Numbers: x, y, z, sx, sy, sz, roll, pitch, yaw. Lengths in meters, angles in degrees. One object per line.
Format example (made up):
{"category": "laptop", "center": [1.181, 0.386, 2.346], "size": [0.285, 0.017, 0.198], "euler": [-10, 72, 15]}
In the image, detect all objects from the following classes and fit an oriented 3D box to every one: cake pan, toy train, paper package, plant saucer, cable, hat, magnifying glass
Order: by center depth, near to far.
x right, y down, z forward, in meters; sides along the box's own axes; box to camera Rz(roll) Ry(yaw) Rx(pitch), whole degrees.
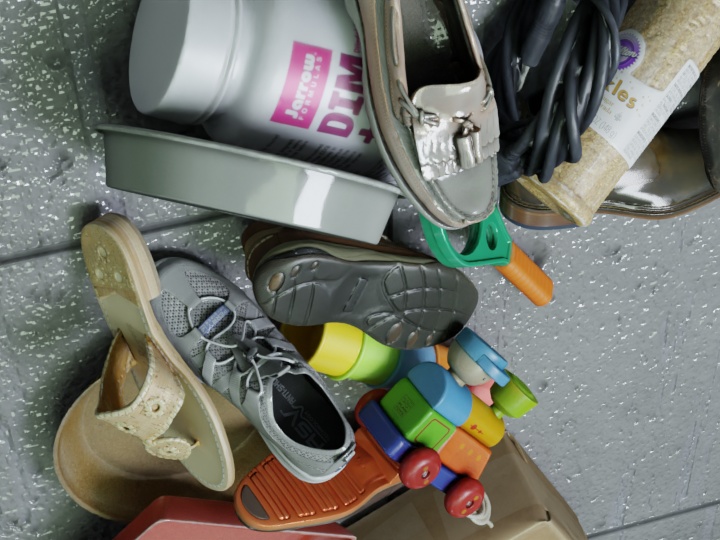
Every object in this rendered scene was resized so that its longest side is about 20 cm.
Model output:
{"category": "cable", "center": [0.122, -0.132, 0.907], "size": [0.050, 0.200, 0.165], "euler": [26, 78, -10]}
{"category": "cake pan", "center": [-0.069, -0.051, 0.909], "size": [0.198, 0.200, 0.037], "euler": [12, 91, -30]}
{"category": "hat", "center": [0.271, -0.104, 1.012], "size": [0.080, 0.202, 0.202], "euler": [-5, 137, 12]}
{"category": "magnifying glass", "center": [0.095, -0.021, 1.093], "size": [0.022, 0.081, 0.200], "euler": [-5, 155, 32]}
{"category": "plant saucer", "center": [-0.139, 0.117, 1.140], "size": [0.197, 0.036, 0.202], "euler": [-11, 134, -12]}
{"category": "toy train", "center": [0.093, 0.126, 1.150], "size": [0.116, 0.085, 0.200], "euler": [-45, 138, 6]}
{"category": "plant saucer", "center": [-0.137, 0.243, 1.223], "size": [0.198, 0.037, 0.200], "euler": [13, 139, -38]}
{"category": "paper package", "center": [0.100, 0.269, 1.330], "size": [0.199, 0.104, 0.191], "euler": [-32, 136, 8]}

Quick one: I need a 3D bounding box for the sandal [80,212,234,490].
{"category": "sandal", "center": [-0.158, 0.072, 1.009], "size": [0.069, 0.077, 0.214], "euler": [-33, 112, -39]}

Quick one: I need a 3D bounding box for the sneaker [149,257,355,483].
{"category": "sneaker", "center": [-0.071, 0.062, 1.035], "size": [0.200, 0.082, 0.075], "euler": [43, 69, -7]}

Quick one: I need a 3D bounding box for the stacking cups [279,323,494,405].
{"category": "stacking cups", "center": [0.032, 0.073, 1.149], "size": [0.198, 0.061, 0.061], "euler": [21, 121, -35]}

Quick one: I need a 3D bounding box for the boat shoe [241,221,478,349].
{"category": "boat shoe", "center": [0.000, 0.000, 1.064], "size": [0.198, 0.074, 0.076], "euler": [15, 118, -40]}

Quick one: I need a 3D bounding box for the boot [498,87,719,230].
{"category": "boot", "center": [0.197, -0.092, 1.057], "size": [0.197, 0.075, 0.098], "euler": [-13, 137, -8]}

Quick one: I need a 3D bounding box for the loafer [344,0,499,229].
{"category": "loafer", "center": [0.039, -0.118, 0.845], "size": [0.071, 0.063, 0.202], "euler": [-25, 104, -28]}

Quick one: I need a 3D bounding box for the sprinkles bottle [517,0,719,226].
{"category": "sprinkles bottle", "center": [0.183, -0.127, 0.980], "size": [0.201, 0.068, 0.068], "euler": [-53, 131, 0]}

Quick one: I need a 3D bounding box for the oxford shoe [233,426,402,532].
{"category": "oxford shoe", "center": [-0.027, 0.177, 1.181], "size": [0.198, 0.072, 0.073], "euler": [-11, 146, -44]}

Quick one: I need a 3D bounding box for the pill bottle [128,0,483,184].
{"category": "pill bottle", "center": [-0.033, -0.123, 0.906], "size": [0.198, 0.114, 0.114], "euler": [9, 127, -29]}
